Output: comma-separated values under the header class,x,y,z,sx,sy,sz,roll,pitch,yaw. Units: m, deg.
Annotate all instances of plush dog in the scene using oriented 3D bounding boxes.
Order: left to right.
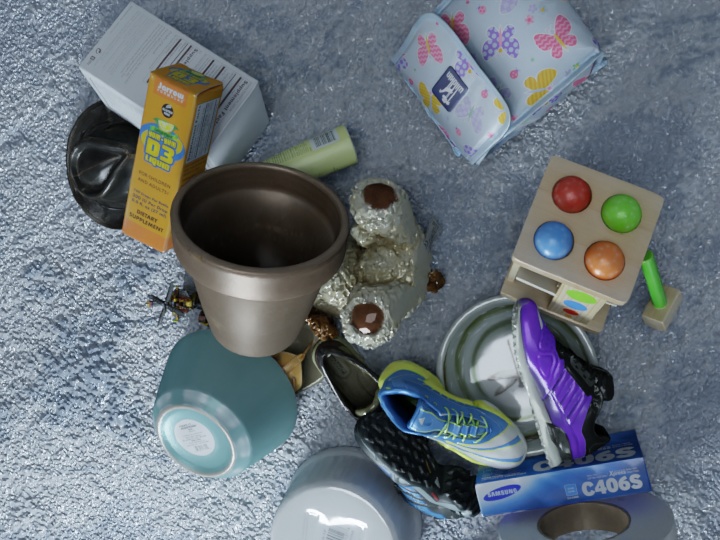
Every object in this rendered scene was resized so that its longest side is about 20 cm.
class,x,y,z,sx,sy,sz,roll,pitch,yaw
plush dog,0.000,0.000,0.945,0.169,0.160,0.204,-1,79,32

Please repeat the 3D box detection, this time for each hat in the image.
class,x,y,z,sx,sy,sz,roll,pitch,yaw
hat,-0.337,-0.148,1.027,0.197,0.081,0.205,2,97,15

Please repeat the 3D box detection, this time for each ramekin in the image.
class,x,y,z,sx,sy,sz,roll,pitch,yaw
ramekin,-0.023,0.348,1.000,0.197,0.098,0.205,2,98,14

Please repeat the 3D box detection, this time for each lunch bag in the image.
class,x,y,z,sx,sy,sz,roll,pitch,yaw
lunch bag,0.154,-0.241,0.863,0.199,0.127,0.171,-36,85,23

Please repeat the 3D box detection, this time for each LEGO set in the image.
class,x,y,z,sx,sy,sz,roll,pitch,yaw
LEGO set,-0.193,-0.007,0.987,0.152,0.116,0.203,20,102,11

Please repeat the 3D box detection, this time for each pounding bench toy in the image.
class,x,y,z,sx,sy,sz,roll,pitch,yaw
pounding bench toy,0.272,-0.013,0.823,0.197,0.156,0.126,22,76,11

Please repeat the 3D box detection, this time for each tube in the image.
class,x,y,z,sx,sy,sz,roll,pitch,yaw
tube,-0.102,-0.124,0.955,0.197,0.058,0.053,-22,68,-2

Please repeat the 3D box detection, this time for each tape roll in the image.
class,x,y,z,sx,sy,sz,roll,pitch,yaw
tape roll,0.259,0.303,0.866,0.199,0.203,0.038,-10,94,16

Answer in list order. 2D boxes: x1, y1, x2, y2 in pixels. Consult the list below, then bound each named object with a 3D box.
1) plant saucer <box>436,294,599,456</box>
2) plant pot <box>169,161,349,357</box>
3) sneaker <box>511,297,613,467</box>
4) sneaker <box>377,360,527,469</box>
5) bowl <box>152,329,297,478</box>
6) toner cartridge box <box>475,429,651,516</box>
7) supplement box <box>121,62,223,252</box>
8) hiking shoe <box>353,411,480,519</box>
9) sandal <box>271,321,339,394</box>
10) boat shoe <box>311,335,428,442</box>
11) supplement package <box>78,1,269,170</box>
class,x,y,z,sx,sy,sz,roll,pitch,yaw
plant saucer,0.194,0.126,0.937,0.196,0.050,0.204,2,98,14
plant pot,-0.121,0.001,0.877,0.197,0.201,0.177,21,131,11
sneaker,0.236,0.119,0.867,0.098,0.070,0.203,-16,100,14
sneaker,0.100,0.184,0.889,0.198,0.105,0.077,28,107,12
bowl,-0.191,0.191,0.987,0.197,0.105,0.204,9,121,15
toner cartridge box,0.243,0.245,0.917,0.197,0.095,0.044,-15,93,16
supplement box,-0.217,-0.127,0.863,0.066,0.069,0.203,24,116,10
hiking shoe,0.060,0.257,0.948,0.199,0.075,0.087,40,133,-12
sandal,-0.109,0.138,1.018,0.198,0.054,0.081,-32,88,17
boat shoe,0.012,0.169,0.970,0.200,0.065,0.073,42,99,-7
supplement package,-0.230,-0.222,0.957,0.198,0.114,0.110,33,78,8
